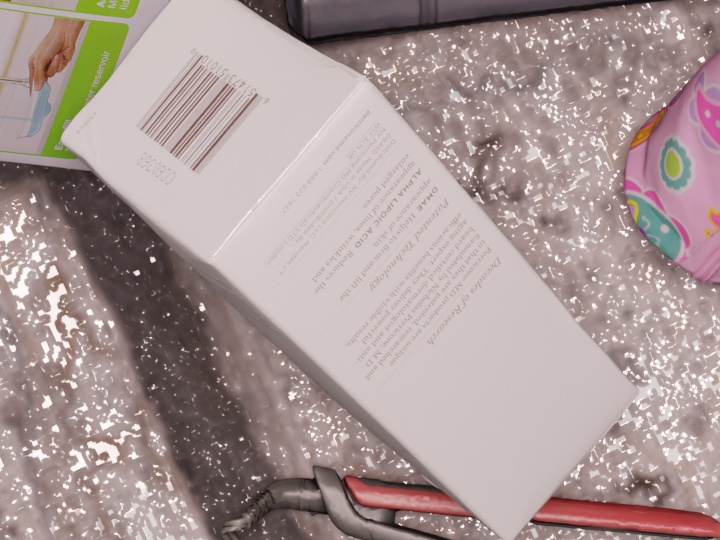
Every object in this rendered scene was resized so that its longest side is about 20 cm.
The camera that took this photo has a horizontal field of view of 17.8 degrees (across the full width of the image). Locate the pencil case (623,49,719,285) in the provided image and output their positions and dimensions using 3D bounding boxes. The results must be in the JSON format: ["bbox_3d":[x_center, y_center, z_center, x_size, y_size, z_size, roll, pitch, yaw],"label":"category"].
[{"bbox_3d":[0.174,-0.059,0.832,0.087,0.200,0.088,9,68,-22],"label":"pencil case"}]

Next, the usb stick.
[{"bbox_3d":[0.064,-0.127,0.905,0.198,0.033,0.056,-7,90,-6],"label":"usb stick"}]

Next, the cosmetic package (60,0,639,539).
[{"bbox_3d":[0.000,0.000,0.812,0.081,0.113,0.200,-49,134,-3],"label":"cosmetic package"}]

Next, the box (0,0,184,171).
[{"bbox_3d":[-0.131,-0.142,0.778,0.175,0.097,0.201,4,128,-28],"label":"box"}]

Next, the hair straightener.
[{"bbox_3d":[0.043,0.122,0.897,0.198,0.041,0.078,7,89,-6],"label":"hair straightener"}]
